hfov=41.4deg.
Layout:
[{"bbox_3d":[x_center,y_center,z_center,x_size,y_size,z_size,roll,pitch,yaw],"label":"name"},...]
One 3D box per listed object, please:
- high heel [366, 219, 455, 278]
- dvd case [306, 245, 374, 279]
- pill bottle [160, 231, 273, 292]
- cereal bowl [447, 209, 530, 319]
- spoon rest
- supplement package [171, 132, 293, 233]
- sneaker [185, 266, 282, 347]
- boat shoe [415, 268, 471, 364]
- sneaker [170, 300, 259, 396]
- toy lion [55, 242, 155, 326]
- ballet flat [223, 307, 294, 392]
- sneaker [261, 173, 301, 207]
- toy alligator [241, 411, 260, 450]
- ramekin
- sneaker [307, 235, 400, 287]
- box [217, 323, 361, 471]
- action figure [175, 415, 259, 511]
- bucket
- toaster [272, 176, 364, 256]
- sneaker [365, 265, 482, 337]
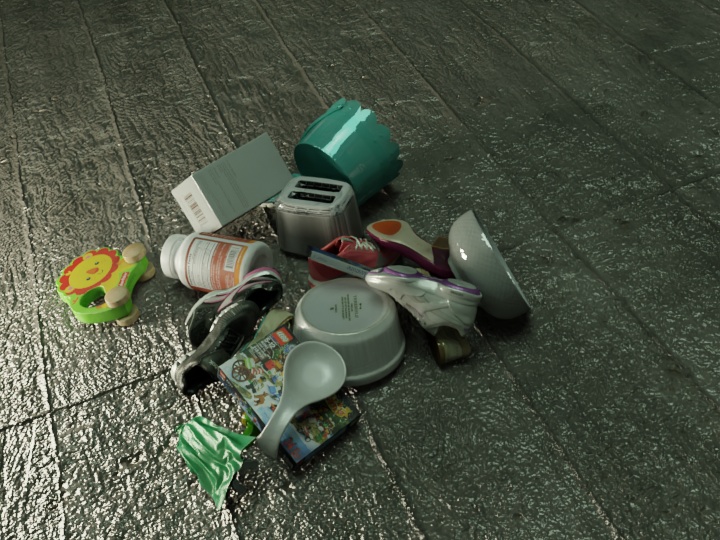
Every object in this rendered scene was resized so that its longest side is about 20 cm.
[{"bbox_3d":[0.095,-0.029,1.757,0.199,0.097,0.067,22,49,36],"label":"high heel"},{"bbox_3d":[0.000,0.000,1.678,0.198,0.018,0.143,20,3,-7],"label":"dvd case"},{"bbox_3d":[-0.273,-0.013,1.802,0.198,0.113,0.113,10,44,24],"label":"pill bottle"},{"bbox_3d":[0.208,0.001,1.629,0.083,0.200,0.201,-32,39,10],"label":"cereal bowl"},{"bbox_3d":[-0.092,0.190,1.461,0.099,0.061,0.201,29,57,6],"label":"spoon rest"},{"bbox_3d":[-0.250,-0.166,1.882,0.199,0.118,0.117,-35,7,-33],"label":"supplement package"},{"bbox_3d":[-0.222,0.068,1.682,0.199,0.081,0.086,-38,24,-3],"label":"sneaker"},{"bbox_3d":[0.138,0.074,1.645,0.064,0.073,0.201,-11,46,-7],"label":"boat shoe"},{"bbox_3d":[-0.238,0.138,1.596,0.200,0.066,0.091,-45,26,6],"label":"sneaker"},{"bbox_3d":[-0.509,0.027,1.855,0.189,0.069,0.201,-9,40,13],"label":"toy lion"},{"bbox_3d":[-0.167,0.140,1.643,0.069,0.070,0.201,8,43,21],"label":"ballet flat"},{"bbox_3d":[-0.216,-0.181,2.011,0.197,0.080,0.078,-5,40,6],"label":"sneaker"},{"bbox_3d":[-0.133,0.212,1.553,0.059,0.055,0.200,25,51,34],"label":"toy alligator"},{"bbox_3d":[-0.024,0.096,1.615,0.199,0.095,0.203,-3,35,2],"label":"ramekin"},{"bbox_3d":[-0.008,-0.030,1.782,0.198,0.088,0.074,-22,41,-14],"label":"sneaker"},{"bbox_3d":[-0.114,0.198,1.510,0.136,0.038,0.200,-33,70,-29],"label":"box"},{"bbox_3d":[-0.234,0.280,1.482,0.199,0.055,0.119,22,79,49],"label":"action figure"},{"bbox_3d":[-0.030,-0.228,1.935,0.206,0.208,0.135,28,61,37],"label":"bucket"},{"bbox_3d":[-0.077,-0.100,1.847,0.198,0.130,0.114,10,45,23],"label":"toaster"},{"bbox_3d":[0.095,0.052,1.559,0.198,0.101,0.075,16,16,20],"label":"sneaker"}]
